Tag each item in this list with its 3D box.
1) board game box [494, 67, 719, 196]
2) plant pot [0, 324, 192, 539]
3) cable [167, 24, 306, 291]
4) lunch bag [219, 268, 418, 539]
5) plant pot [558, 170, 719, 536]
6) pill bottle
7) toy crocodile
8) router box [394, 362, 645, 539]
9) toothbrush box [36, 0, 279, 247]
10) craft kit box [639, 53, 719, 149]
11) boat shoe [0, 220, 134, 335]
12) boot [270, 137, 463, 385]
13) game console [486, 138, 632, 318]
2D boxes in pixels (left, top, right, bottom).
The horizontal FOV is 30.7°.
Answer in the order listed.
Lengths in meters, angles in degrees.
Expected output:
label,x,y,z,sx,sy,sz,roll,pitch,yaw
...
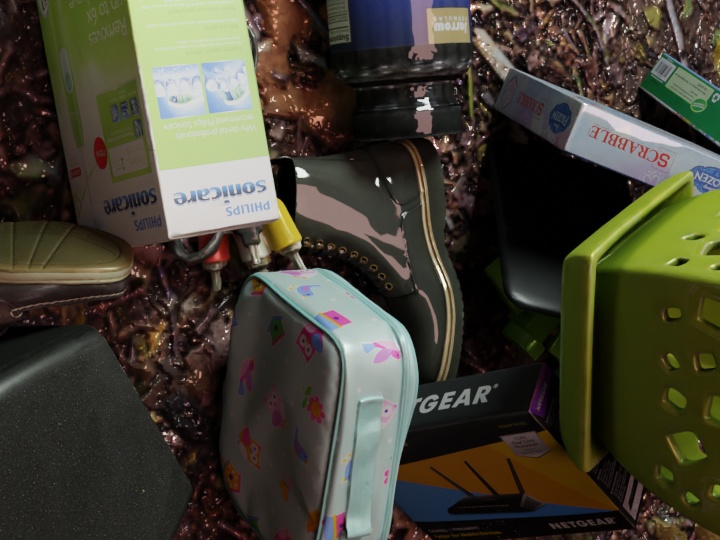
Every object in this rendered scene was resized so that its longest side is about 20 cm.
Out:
label,x,y,z,sx,sy,sz,roll,pitch,yaw
board game box,0.227,-0.099,1.065,0.199,0.200,0.041,20,102,-14
plant pot,-0.229,0.137,0.816,0.177,0.199,0.200,-44,117,-37
cable,-0.104,-0.082,0.976,0.097,0.050,0.201,-11,86,-3
lunch bag,-0.031,0.110,0.941,0.077,0.160,0.201,-8,115,-35
plant pot,0.246,0.045,0.901,0.200,0.181,0.200,-33,128,-46
pill bottle,0.029,-0.202,1.005,0.112,0.112,0.201,-10,99,-34
toy crocodile,0.178,0.059,1.163,0.068,0.062,0.200,-50,122,-2
router box,0.099,0.149,1.026,0.149,0.200,0.051,47,49,-27
toothbrush box,-0.138,-0.119,0.864,0.086,0.145,0.201,-13,95,-33
craft kit box,0.377,-0.103,1.204,0.197,0.200,0.049,26,107,-31
boat shoe,-0.242,0.011,0.831,0.200,0.072,0.066,-1,116,-2
boot,0.000,0.000,1.032,0.138,0.077,0.201,-7,84,-30
game console,0.185,0.003,1.118,0.200,0.116,0.176,-90,166,-44
